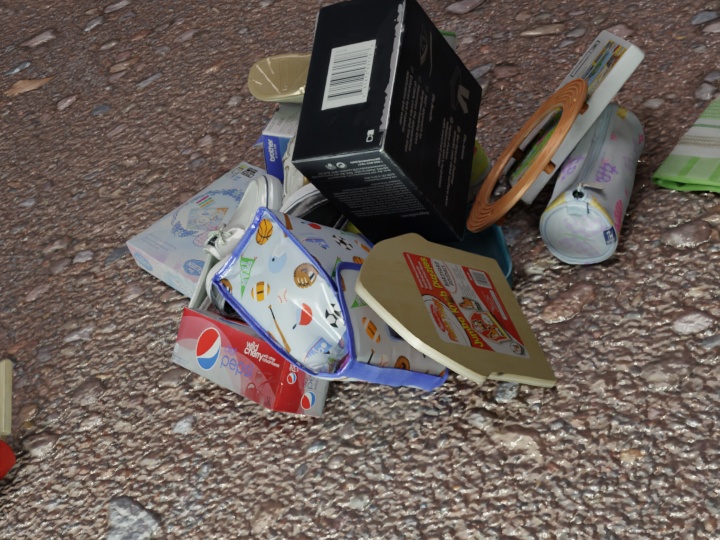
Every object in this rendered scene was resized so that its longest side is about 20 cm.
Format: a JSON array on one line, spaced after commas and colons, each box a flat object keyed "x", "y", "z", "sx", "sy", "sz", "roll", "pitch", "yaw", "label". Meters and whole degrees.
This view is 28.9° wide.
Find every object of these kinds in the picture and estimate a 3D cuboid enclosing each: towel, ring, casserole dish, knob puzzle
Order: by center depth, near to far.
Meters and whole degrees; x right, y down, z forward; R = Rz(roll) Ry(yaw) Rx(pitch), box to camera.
[{"x": 0.075, "y": 0.039, "z": 1.336, "sx": 0.031, "sy": 0.217, "sz": 0.221, "roll": -56, "pitch": 17, "yaw": 30, "label": "knob puzzle"}, {"x": 0.181, "y": -0.120, "z": 1.489, "sx": 0.201, "sy": 0.019, "sz": 0.201, "roll": -53, "pitch": 9, "yaw": 11, "label": "ring"}, {"x": 0.104, "y": -0.004, "z": 1.515, "sx": 0.120, "sy": 0.039, "sz": 0.201, "roll": -21, "pitch": 32, "yaw": 6, "label": "casserole dish"}, {"x": 0.427, "y": -0.147, "z": 1.520, "sx": 0.148, "sy": 0.031, "sz": 0.200, "roll": 11, "pitch": 48, "yaw": 47, "label": "towel"}]

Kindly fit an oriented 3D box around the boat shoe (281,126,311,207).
[{"x": -0.063, "y": -0.130, "z": 1.641, "sx": 0.069, "sy": 0.071, "sz": 0.201, "roll": -37, "pitch": 24, "yaw": 29, "label": "boat shoe"}]

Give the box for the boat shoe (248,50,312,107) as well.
[{"x": -0.040, "y": -0.239, "z": 1.735, "sx": 0.197, "sy": 0.073, "sz": 0.065, "roll": -3, "pitch": -3, "yaw": 19, "label": "boat shoe"}]

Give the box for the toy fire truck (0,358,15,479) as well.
[{"x": -0.456, "y": 0.203, "z": 1.533, "sx": 0.174, "sy": 0.130, "sz": 0.200, "roll": -4, "pitch": 25, "yaw": 31, "label": "toy fire truck"}]

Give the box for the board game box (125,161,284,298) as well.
[{"x": -0.170, "y": -0.049, "z": 1.767, "sx": 0.198, "sy": 0.044, "sz": 0.199, "roll": -35, "pitch": 33, "yaw": -21, "label": "board game box"}]

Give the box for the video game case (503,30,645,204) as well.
[{"x": 0.232, "y": -0.175, "z": 1.558, "sx": 0.201, "sy": 0.023, "sz": 0.182, "roll": -52, "pitch": 9, "yaw": 11, "label": "video game case"}]

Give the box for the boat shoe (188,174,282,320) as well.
[{"x": -0.145, "y": -0.019, "z": 1.584, "sx": 0.073, "sy": 0.066, "sz": 0.203, "roll": -1, "pitch": 72, "yaw": 60, "label": "boat shoe"}]

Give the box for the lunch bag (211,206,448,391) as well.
[{"x": -0.017, "y": 0.039, "z": 1.376, "sx": 0.200, "sy": 0.169, "sz": 0.125, "roll": 47, "pitch": 111, "yaw": 36, "label": "lunch bag"}]

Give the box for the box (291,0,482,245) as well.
[{"x": 0.034, "y": -0.158, "z": 1.506, "sx": 0.116, "sy": 0.200, "sz": 0.199, "roll": -6, "pitch": 61, "yaw": 30, "label": "box"}]

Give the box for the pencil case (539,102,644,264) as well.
[{"x": 0.251, "y": -0.096, "z": 1.500, "sx": 0.082, "sy": 0.092, "sz": 0.201, "roll": -5, "pitch": 35, "yaw": 27, "label": "pencil case"}]

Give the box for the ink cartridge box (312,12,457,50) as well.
[{"x": 0.027, "y": -0.291, "z": 1.863, "sx": 0.143, "sy": 0.085, "sz": 0.200, "roll": 4, "pitch": 12, "yaw": -17, "label": "ink cartridge box"}]

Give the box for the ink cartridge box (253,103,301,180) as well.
[{"x": -0.039, "y": -0.174, "z": 1.781, "sx": 0.197, "sy": 0.077, "sz": 0.137, "roll": 11, "pitch": 41, "yaw": 16, "label": "ink cartridge box"}]

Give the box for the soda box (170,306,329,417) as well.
[{"x": -0.117, "y": 0.094, "z": 1.471, "sx": 0.199, "sy": 0.069, "sz": 0.064, "roll": 18, "pitch": 93, "yaw": 49, "label": "soda box"}]

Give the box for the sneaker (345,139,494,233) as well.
[{"x": 0.061, "y": -0.101, "z": 1.639, "sx": 0.199, "sy": 0.091, "sz": 0.078, "roll": -32, "pitch": 33, "yaw": -9, "label": "sneaker"}]

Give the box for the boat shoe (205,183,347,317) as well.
[{"x": -0.081, "y": -0.022, "z": 1.525, "sx": 0.199, "sy": 0.072, "sz": 0.068, "roll": -36, "pitch": 30, "yaw": -4, "label": "boat shoe"}]
